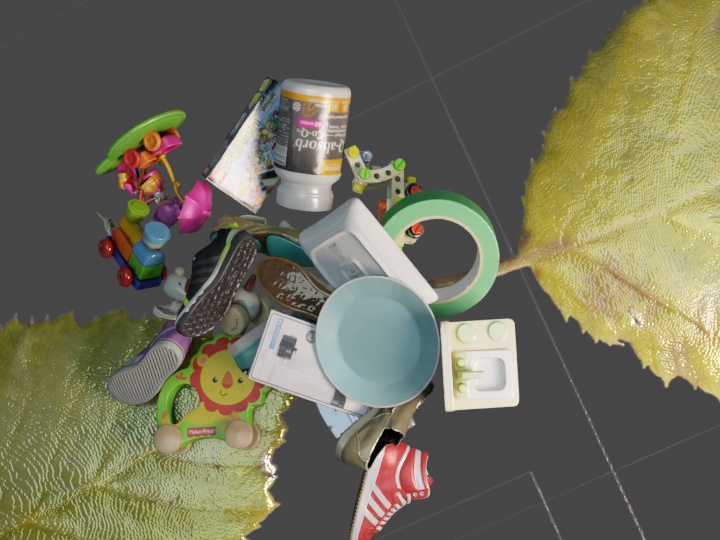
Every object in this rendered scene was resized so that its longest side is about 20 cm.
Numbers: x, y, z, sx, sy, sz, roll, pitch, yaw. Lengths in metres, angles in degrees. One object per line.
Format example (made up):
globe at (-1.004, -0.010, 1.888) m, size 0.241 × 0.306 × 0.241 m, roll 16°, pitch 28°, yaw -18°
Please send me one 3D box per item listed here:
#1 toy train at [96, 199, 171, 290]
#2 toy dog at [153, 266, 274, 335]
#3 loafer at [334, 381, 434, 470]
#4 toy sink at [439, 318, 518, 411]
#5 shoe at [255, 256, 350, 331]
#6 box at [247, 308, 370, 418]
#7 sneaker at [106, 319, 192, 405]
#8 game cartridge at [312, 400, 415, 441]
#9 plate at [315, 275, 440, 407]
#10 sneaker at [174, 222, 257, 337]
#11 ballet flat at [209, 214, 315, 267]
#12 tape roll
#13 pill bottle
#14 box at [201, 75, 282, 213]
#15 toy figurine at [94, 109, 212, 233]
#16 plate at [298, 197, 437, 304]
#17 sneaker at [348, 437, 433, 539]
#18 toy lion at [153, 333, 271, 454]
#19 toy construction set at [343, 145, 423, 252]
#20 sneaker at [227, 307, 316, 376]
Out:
toy train at (-0.391, -0.074, 1.641) m, size 0.200 × 0.084 × 0.116 m, roll 50°, pitch 130°, yaw 28°
toy dog at (-0.238, 0.031, 1.614) m, size 0.198 × 0.132 × 0.097 m, roll 13°, pitch 109°, yaw 3°
loafer at (0.050, 0.235, 1.496) m, size 0.069 × 0.076 × 0.200 m, roll 35°, pitch 68°, yaw 32°
toy sink at (0.178, 0.142, 1.471) m, size 0.111 × 0.200 × 0.132 m, roll -4°, pitch 83°, yaw 5°
shoe at (-0.080, 0.043, 1.547) m, size 0.199 × 0.053 × 0.070 m, roll 31°, pitch 86°, yaw 14°
box at (-0.066, 0.145, 1.528) m, size 0.198 × 0.060 × 0.118 m, roll 21°, pitch 87°, yaw -6°
sneaker at (-0.344, 0.149, 1.647) m, size 0.200 × 0.115 × 0.073 m, roll -34°, pitch 111°, yaw 33°
game cartridge at (-0.013, 0.194, 1.591) m, size 0.132 × 0.041 × 0.201 m, roll -29°, pitch 80°, yaw 3°
plate at (0.027, 0.106, 1.469) m, size 0.198 × 0.026 × 0.203 m, roll 2°, pitch 97°, yaw 18°
sneaker at (-0.240, 0.015, 1.551) m, size 0.082 × 0.072 × 0.201 m, roll 21°, pitch 69°, yaw 35°
ballet flat at (-0.154, -0.057, 1.633) m, size 0.198 × 0.071 × 0.072 m, roll 10°, pitch 86°, yaw 10°
tape roll at (0.117, -0.025, 1.533) m, size 0.198 × 0.048 × 0.202 m, roll 0°, pitch 114°, yaw 1°
pill bottle at (-0.081, -0.205, 1.583) m, size 0.115 × 0.116 × 0.202 m, roll 10°, pitch 106°, yaw 12°
box at (-0.166, -0.210, 1.630) m, size 0.110 × 0.035 × 0.201 m, roll 33°, pitch 92°, yaw -29°
toy figurine at (-0.336, -0.140, 1.652) m, size 0.199 × 0.150 × 0.185 m, roll -31°, pitch 89°, yaw 28°
plate at (0.000, 0.000, 1.509) m, size 0.200 × 0.199 × 0.032 m, roll 51°, pitch 57°, yaw -8°
sneaker at (0.049, 0.369, 1.543) m, size 0.111 × 0.071 × 0.202 m, roll 14°, pitch 100°, yaw -1°
toy lion at (-0.243, 0.204, 1.625) m, size 0.198 × 0.069 × 0.194 m, roll -6°, pitch 76°, yaw 10°
toy construction set at (0.033, -0.099, 1.583) m, size 0.130 × 0.092 × 0.202 m, roll 2°, pitch 92°, yaw -14°
sneaker at (-0.115, 0.105, 1.593) m, size 0.199 × 0.071 × 0.080 m, roll -33°, pitch 88°, yaw -10°
